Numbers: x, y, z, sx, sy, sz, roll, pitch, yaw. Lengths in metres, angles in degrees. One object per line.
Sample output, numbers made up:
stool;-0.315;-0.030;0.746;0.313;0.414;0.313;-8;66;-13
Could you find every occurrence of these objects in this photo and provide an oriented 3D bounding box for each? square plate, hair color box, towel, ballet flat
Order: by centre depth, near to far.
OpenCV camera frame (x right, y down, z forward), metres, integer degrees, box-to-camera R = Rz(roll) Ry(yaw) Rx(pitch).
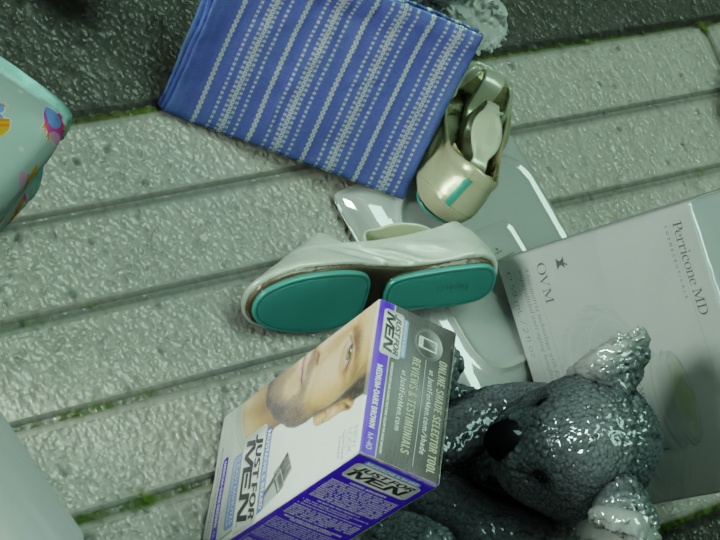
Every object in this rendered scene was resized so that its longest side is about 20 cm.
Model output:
hair color box;-0.023;0.112;1.380;0.065;0.200;0.110;25;53;-24
ballet flat;0.000;0.000;1.551;0.199;0.069;0.070;-7;69;-24
towel;-0.028;-0.141;1.552;0.199;0.145;0.024;19;24;-17
ballet flat;0.088;-0.112;1.652;0.069;0.069;0.201;33;37;-17
square plate;0.098;-0.003;1.653;0.199;0.028;0.199;-23;81;-42

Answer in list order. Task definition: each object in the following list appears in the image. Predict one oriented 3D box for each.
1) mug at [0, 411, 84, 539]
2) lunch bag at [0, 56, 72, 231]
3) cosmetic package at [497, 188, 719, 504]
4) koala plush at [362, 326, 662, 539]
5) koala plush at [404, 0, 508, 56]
mug;-0.250;0.159;1.253;0.153;0.186;0.150;49;14;-15
lunch bag;-0.304;-0.082;1.335;0.200;0.122;0.171;39;50;-2
cosmetic package;0.229;0.055;1.575;0.123;0.199;0.201;-17;89;-42
koala plush;0.127;0.126;1.467;0.183;0.200;0.179;17;62;-30
koala plush;0.025;-0.237;1.664;0.178;0.184;0.200;51;25;17
